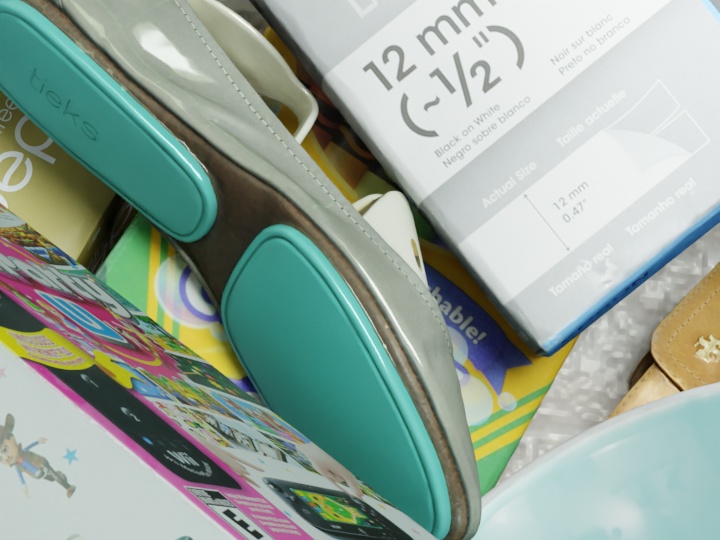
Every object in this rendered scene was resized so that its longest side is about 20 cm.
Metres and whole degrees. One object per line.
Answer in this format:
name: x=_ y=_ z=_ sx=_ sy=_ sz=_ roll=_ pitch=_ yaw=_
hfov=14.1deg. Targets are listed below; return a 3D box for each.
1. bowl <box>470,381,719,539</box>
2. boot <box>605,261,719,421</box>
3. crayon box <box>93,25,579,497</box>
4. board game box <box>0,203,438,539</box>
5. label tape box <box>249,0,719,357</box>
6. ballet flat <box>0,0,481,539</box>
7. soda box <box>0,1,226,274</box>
bowl: x=0.098 y=0.133 z=0.722 sx=0.201 sy=0.105 sz=0.201 roll=-21 pitch=35 yaw=16
boot: x=0.162 y=0.044 z=0.867 sx=0.201 sy=0.071 sz=0.144 roll=-41 pitch=79 yaw=-18
crayon box: x=0.000 y=0.000 z=0.844 sx=0.126 sy=0.052 sz=0.200 roll=34 pitch=57 yaw=-3
board game box: x=-0.081 y=0.038 z=0.686 sx=0.200 sy=0.148 sz=0.064 roll=36 pitch=95 yaw=22
label tape box: x=0.043 y=-0.097 z=0.799 sx=0.143 sy=0.066 sz=0.200 roll=-39 pitch=88 yaw=1
ballet flat: x=-0.021 y=-0.017 z=0.776 sx=0.064 sy=0.067 sz=0.200 roll=-36 pitch=80 yaw=-36
soda box: x=-0.113 y=-0.001 z=0.841 sx=0.064 sy=0.068 sz=0.200 roll=27 pitch=67 yaw=3
